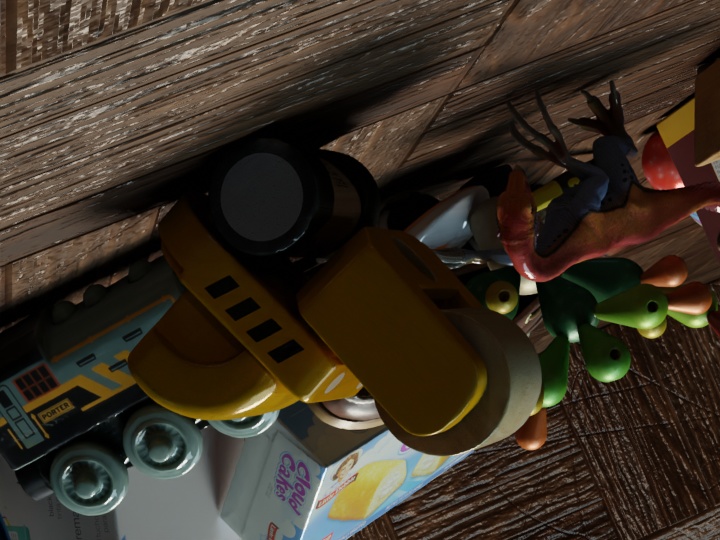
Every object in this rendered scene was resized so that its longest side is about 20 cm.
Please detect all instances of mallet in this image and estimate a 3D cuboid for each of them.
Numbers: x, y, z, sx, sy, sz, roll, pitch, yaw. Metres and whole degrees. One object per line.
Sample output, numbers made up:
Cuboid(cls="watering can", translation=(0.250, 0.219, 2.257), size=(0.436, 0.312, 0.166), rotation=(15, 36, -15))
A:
Cuboid(cls="mallet", translation=(0.126, -0.062, 1.541), size=(0.041, 0.066, 0.200), rotation=(-26, -173, 32))

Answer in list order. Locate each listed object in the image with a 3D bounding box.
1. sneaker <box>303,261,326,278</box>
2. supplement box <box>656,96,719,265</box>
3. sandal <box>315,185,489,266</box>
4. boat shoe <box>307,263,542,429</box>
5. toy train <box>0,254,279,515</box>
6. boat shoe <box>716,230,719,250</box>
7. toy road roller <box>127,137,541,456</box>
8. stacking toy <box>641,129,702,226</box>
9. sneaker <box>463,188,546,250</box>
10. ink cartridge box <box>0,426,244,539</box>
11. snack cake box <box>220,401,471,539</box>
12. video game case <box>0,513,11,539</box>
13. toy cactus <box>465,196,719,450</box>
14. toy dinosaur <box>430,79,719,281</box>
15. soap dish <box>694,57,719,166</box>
Cuboid(cls="sneaker", translation=(-0.043, 0.035, 1.531), size=(0.199, 0.076, 0.115), rotation=(-28, 168, 37))
Cuboid(cls="supplement box", translation=(0.354, -0.061, 1.566), size=(0.196, 0.201, 0.133), rotation=(-20, 172, -25))
Cuboid(cls="sandal", translation=(-0.005, 0.001, 1.428), size=(0.207, 0.059, 0.079), rotation=(-44, 163, 29))
Cuboid(cls="boat shoe", translation=(0.048, 0.033, 1.389), size=(0.200, 0.071, 0.070), rotation=(-29, 169, -41))
Cuboid(cls="toy train", translation=(-0.126, 0.057, 1.264), size=(0.199, 0.114, 0.085), rotation=(-28, -160, 17))
Cuboid(cls="boat shoe", translation=(0.312, -0.047, 1.358), size=(0.199, 0.065, 0.072), rotation=(-30, -161, 24))
Cuboid(cls="toy road roller", translation=(-0.022, 0.036, 1.118), size=(0.146, 0.200, 0.123), rotation=(-47, 168, 11))
Cuboid(cls="stacking toy", translation=(0.262, -0.078, 1.695), size=(0.085, 0.086, 0.200), rotation=(-25, 167, 18))
Cuboid(cls="sneaker", translation=(0.097, -0.012, 1.613), size=(0.087, 0.076, 0.200), rotation=(-25, 172, 13))
Cuboid(cls="ink cartridge box", translation=(-0.192, 0.166, 1.485), size=(0.199, 0.148, 0.146), rotation=(-4, -175, 33))
Cuboid(cls="snack cake box", translation=(0.008, 0.104, 1.473), size=(0.200, 0.067, 0.115), rotation=(-30, 152, -41))
Cuboid(cls="video game case", translation=(-0.273, 0.189, 1.407), size=(0.143, 0.201, 0.018), rotation=(-28, 171, 34))
Cuboid(cls="toy cactus", translation=(0.118, 0.019, 1.342), size=(0.199, 0.165, 0.103), rotation=(-15, 131, -20))
Cuboid(cls="toy dinosaur", translation=(0.133, -0.040, 1.262), size=(0.199, 0.106, 0.182), rotation=(9, -153, 4))
Cuboid(cls="soap dish", translation=(0.317, -0.134, 1.404), size=(0.199, 0.082, 0.157), rotation=(-21, 173, -20))
